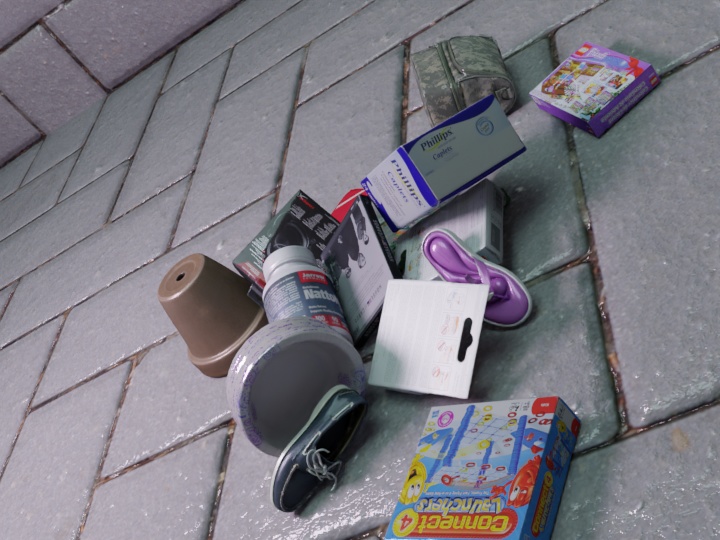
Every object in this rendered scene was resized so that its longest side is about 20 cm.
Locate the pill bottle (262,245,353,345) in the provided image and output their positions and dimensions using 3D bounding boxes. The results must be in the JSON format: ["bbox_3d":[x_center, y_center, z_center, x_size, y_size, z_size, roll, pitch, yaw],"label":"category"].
[{"bbox_3d":[-0.093,0.061,1.634,0.119,0.120,0.201,-33,51,15],"label":"pill bottle"}]

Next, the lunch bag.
[{"bbox_3d":[0.193,-0.345,1.869,0.167,0.140,0.200,-18,35,8],"label":"lunch bag"}]

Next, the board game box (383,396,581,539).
[{"bbox_3d":[0.147,0.254,1.225,0.199,0.056,0.196,-12,41,41],"label":"board game box"}]

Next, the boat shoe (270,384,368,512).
[{"bbox_3d":[-0.055,0.259,1.432,0.200,0.075,0.062,-54,37,-8],"label":"boat shoe"}]

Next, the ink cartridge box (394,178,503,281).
[{"bbox_3d":[0.135,-0.033,1.578,0.200,0.050,0.163,-36,30,35],"label":"ink cartridge box"}]

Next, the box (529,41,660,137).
[{"bbox_3d":[0.384,-0.303,1.678,0.137,0.039,0.200,-42,30,1],"label":"box"}]

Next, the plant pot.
[{"bbox_3d":[-0.269,0.065,1.835,0.200,0.175,0.201,-28,33,20],"label":"plant pot"}]

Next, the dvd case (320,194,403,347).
[{"bbox_3d":[0.000,0.000,1.628,0.151,0.025,0.201,-56,41,36],"label":"dvd case"}]

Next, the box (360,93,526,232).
[{"bbox_3d":[0.126,-0.163,1.586,0.184,0.105,0.200,-32,0,-21],"label":"box"}]

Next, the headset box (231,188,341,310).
[{"bbox_3d":[-0.115,-0.017,1.782,0.149,0.077,0.200,39,81,17],"label":"headset box"}]

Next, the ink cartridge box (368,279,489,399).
[{"bbox_3d":[0.104,0.096,1.430,0.199,0.047,0.161,2,77,48],"label":"ink cartridge box"}]

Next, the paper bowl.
[{"bbox_3d":[-0.100,0.164,1.483,0.201,0.201,0.104,-45,30,-5],"label":"paper bowl"}]

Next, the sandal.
[{"bbox_3d":[0.155,0.014,1.450,0.202,0.050,0.083,38,114,30],"label":"sandal"}]

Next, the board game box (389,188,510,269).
[{"bbox_3d":[0.139,-0.067,1.670,0.199,0.029,0.135,-5,48,46],"label":"board game box"}]

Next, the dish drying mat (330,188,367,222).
[{"bbox_3d":[-0.052,-0.078,1.917,0.077,0.018,0.200,8,56,52],"label":"dish drying mat"}]
